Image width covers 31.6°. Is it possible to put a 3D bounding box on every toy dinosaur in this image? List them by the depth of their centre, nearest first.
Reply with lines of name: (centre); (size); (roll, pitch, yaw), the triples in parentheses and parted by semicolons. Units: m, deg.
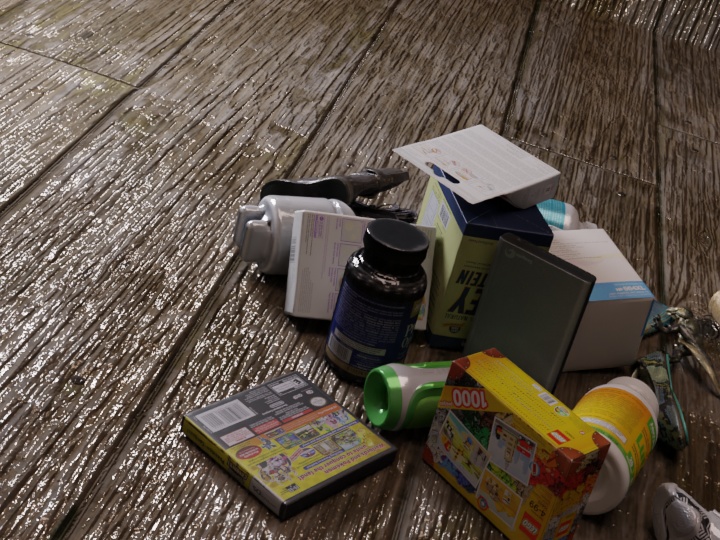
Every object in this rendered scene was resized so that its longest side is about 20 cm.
toy dinosaur: (0.488, 0.111, 1.928); (0.087, 0.048, 0.202); (8, 40, -16)

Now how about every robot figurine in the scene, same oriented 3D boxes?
robot figurine: (-0.083, -0.049, 1.855); (0.197, 0.114, 0.170); (2, 37, -24)

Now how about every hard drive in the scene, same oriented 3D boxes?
hard drive: (0.225, 0.066, 1.719); (0.138, 0.202, 0.033); (28, 31, 22)

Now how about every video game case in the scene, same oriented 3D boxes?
video game case: (-0.084, 0.201, 1.510); (0.180, 0.026, 0.199); (34, 33, 30)

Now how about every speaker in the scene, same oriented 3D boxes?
speaker: (0.107, 0.157, 1.620); (0.197, 0.089, 0.089); (-1, 32, -28)

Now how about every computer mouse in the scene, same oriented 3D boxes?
computer mouse: (0.028, -0.060, 2.005); (0.136, 0.054, 0.200); (10, 17, -6)

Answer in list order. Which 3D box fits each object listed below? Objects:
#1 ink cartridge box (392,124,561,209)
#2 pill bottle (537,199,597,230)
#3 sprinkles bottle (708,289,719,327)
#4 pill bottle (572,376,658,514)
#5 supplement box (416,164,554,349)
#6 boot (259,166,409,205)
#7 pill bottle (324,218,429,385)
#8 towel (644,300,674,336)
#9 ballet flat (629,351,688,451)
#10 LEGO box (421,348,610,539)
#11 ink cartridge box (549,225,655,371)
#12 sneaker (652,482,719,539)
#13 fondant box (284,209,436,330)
ink cartridge box: (0.161, -0.136, 1.790); (0.199, 0.058, 0.162); (-24, 47, -39)
pill bottle: (0.282, -0.067, 2.077); (0.197, 0.112, 0.111); (15, 28, -2)
sprinkles bottle: (0.613, 0.105, 1.991); (0.067, 0.069, 0.201); (8, 29, -15)
pill bottle: (0.311, 0.212, 1.602); (0.110, 0.112, 0.200); (26, 30, 18)
supplement box: (0.163, -0.021, 1.840); (0.132, 0.202, 0.201); (7, 29, -15)
boot: (-0.040, -0.125, 2.015); (0.198, 0.070, 0.173); (-2, 11, 34)
pill bottle: (0.025, 0.040, 1.661); (0.110, 0.202, 0.112); (12, 28, -7)
towel: (0.393, 0.062, 2.002); (0.146, 0.022, 0.199); (36, 34, 32)
ballet flat: (0.408, 0.185, 1.764); (0.073, 0.075, 0.201); (14, 27, -2)
LEGO box: (0.179, 0.212, 1.494); (0.076, 0.151, 0.200); (-12, 38, -40)
ink cartridge box: (0.324, 0.032, 1.880); (0.123, 0.130, 0.201); (-3, 37, -17)
sneaker: (0.433, 0.331, 1.500); (0.113, 0.076, 0.201); (0, 38, -29)
fondant box: (0.000, 0.000, 1.775); (0.197, 0.147, 0.058); (7, -1, -16)
